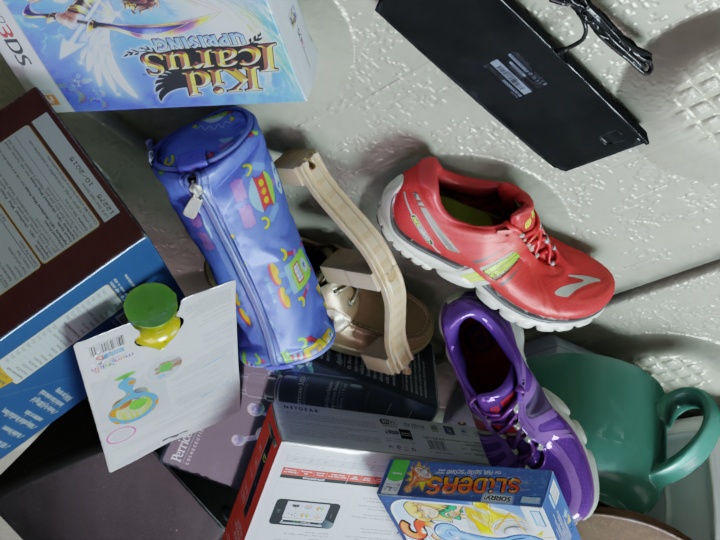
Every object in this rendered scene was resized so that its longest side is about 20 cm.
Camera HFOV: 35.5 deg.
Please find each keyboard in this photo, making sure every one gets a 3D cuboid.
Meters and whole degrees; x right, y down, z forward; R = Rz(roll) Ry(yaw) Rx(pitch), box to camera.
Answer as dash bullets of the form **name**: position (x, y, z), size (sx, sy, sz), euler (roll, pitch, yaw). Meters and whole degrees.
- **keyboard**: position (0.114, -0.135, 0.699), size (0.200, 0.021, 0.127), euler (34, 146, -32)

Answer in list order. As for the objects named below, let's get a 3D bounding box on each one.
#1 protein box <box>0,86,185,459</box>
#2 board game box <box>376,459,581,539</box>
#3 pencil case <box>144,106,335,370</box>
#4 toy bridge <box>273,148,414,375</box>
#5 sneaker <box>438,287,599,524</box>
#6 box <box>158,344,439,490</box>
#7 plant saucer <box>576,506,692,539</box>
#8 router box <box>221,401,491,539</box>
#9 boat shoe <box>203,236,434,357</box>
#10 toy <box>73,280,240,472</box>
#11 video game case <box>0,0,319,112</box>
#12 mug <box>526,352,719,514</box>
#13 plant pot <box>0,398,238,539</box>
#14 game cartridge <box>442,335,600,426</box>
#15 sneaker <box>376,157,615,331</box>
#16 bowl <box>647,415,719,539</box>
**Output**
- **protein box**: position (-0.248, 0.016, 0.791), size (0.135, 0.200, 0.199), euler (52, 170, 14)
- **board game box**: position (0.109, 0.226, 0.880), size (0.135, 0.035, 0.200), euler (-2, 133, 30)
- **pencil case**: position (-0.082, -0.018, 0.815), size (0.078, 0.087, 0.201), euler (-9, 121, 20)
- **toy bridge**: position (0.000, 0.000, 0.844), size (0.067, 0.027, 0.201), euler (8, 132, 48)
- **sneaker**: position (0.111, 0.110, 0.852), size (0.080, 0.083, 0.201), euler (-30, 90, 15)
- **box**: position (-0.052, 0.114, 0.978), size (0.199, 0.107, 0.149), euler (21, 116, -10)
- **plant saucer**: position (0.212, 0.258, 0.927), size (0.199, 0.037, 0.201), euler (12, 130, 14)
- **router box**: position (-0.003, 0.203, 0.928), size (0.199, 0.049, 0.180), euler (10, 119, -22)
- **boat shoe**: position (-0.028, 0.015, 0.913), size (0.199, 0.072, 0.065), euler (18, 146, -10)
- **toy**: position (-0.148, 0.069, 0.823), size (0.115, 0.047, 0.200), euler (-23, 154, -19)
- **video game case**: position (-0.145, -0.175, 0.691), size (0.199, 0.046, 0.182), euler (0, 146, 16)
- **mug**: position (0.191, 0.151, 0.950), size (0.152, 0.115, 0.185), euler (23, 144, -18)
- **plant pot**: position (-0.199, 0.198, 1.097), size (0.177, 0.200, 0.200), euler (-35, 101, 31)
- **game cartridge**: position (0.167, 0.126, 1.054), size (0.133, 0.042, 0.200), euler (27, 144, -15)
- **sneaker**: position (0.110, -0.020, 0.822), size (0.199, 0.077, 0.085), euler (22, 140, -17)
- **bowl**: position (0.272, 0.223, 1.014), size (0.199, 0.201, 0.075), euler (-18, 139, 34)
